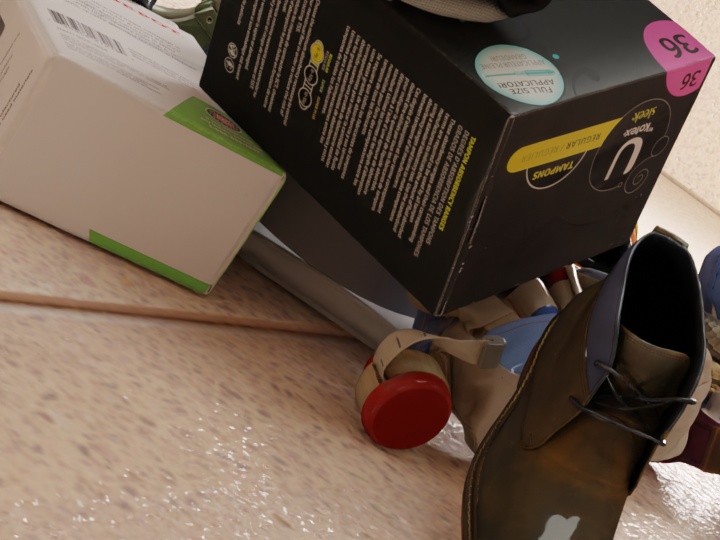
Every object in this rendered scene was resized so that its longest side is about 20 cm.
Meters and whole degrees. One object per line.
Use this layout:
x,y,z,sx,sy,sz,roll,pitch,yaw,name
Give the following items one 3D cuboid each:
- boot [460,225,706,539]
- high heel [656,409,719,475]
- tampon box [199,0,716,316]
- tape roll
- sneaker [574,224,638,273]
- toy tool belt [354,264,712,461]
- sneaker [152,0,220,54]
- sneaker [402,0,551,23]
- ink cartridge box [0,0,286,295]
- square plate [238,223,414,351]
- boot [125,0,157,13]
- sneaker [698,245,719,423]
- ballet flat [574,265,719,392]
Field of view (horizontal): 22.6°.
0.098,0.069,0.788,0.074,0.097,0.200,22,47,-4,boot
0.153,0.087,1.146,0.200,0.068,0.096,26,-2,-39,high heel
0.044,-0.102,0.911,0.150,0.127,0.200,-20,53,-38,tampon box
0.002,-0.062,1.070,0.200,0.066,0.200,34,22,-16,tape roll
0.100,-0.077,1.051,0.200,0.070,0.090,48,14,-22,sneaker
0.079,0.040,0.956,0.199,0.125,0.123,2,36,-21,toy tool belt
-0.094,-0.137,1.175,0.199,0.090,0.067,19,11,-5,sneaker
0.069,-0.169,0.851,0.200,0.075,0.116,-27,62,-28,sneaker
-0.144,-0.090,0.974,0.145,0.084,0.200,26,16,-31,ink cartridge box
0.000,0.000,1.103,0.200,0.029,0.198,34,16,9,square plate
-0.174,-0.239,1.142,0.198,0.163,0.073,8,-18,48,boot
0.224,0.042,1.175,0.088,0.075,0.200,31,-22,29,sneaker
0.150,0.030,1.110,0.200,0.046,0.068,28,-30,24,ballet flat
